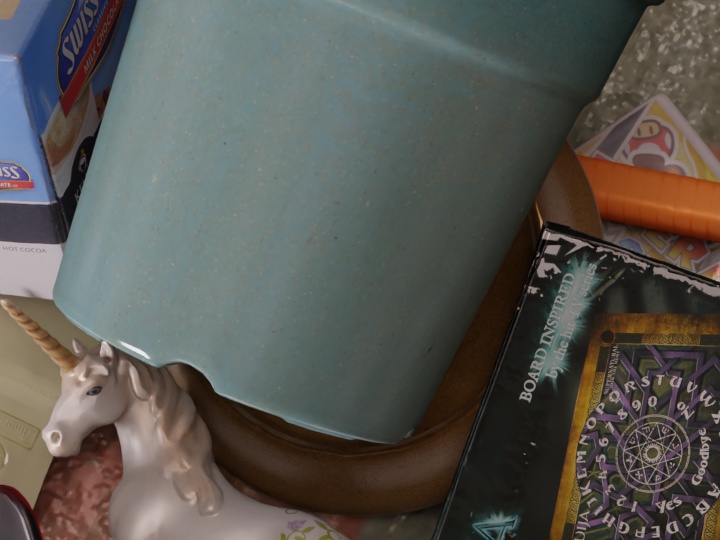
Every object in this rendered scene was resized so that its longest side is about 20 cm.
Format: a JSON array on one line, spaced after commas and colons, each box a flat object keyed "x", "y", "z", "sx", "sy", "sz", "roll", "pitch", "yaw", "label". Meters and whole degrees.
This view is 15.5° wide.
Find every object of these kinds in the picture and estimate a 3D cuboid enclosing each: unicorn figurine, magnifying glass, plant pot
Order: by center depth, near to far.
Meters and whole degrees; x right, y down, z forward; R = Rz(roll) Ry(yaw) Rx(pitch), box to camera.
[{"x": -0.012, "y": -0.051, "z": 0.990, "sx": 0.200, "sy": 0.200, "sz": 0.196, "roll": 22, "pitch": 95, "yaw": 8, "label": "plant pot"}, {"x": -0.068, "y": 0.112, "z": 1.052, "sx": 0.200, "sy": 0.074, "sz": 0.137, "roll": 20, "pitch": 87, "yaw": 7, "label": "unicorn figurine"}, {"x": 0.000, "y": 0.000, "z": 1.090, "sx": 0.200, "sy": 0.027, "sz": 0.200, "roll": -2, "pitch": 82, "yaw": 12, "label": "plant pot"}, {"x": 0.061, "y": -0.043, "z": 1.115, "sx": 0.200, "sy": 0.022, "sz": 0.080, "roll": 13, "pitch": 66, "yaw": 17, "label": "magnifying glass"}]

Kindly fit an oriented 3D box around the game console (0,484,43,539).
[{"x": -0.179, "y": 0.197, "z": 0.979, "sx": 0.172, "sy": 0.119, "sz": 0.200, "roll": -16, "pitch": 86, "yaw": -8, "label": "game console"}]

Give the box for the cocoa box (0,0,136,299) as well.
[{"x": -0.194, "y": -0.085, "z": 1.058, "sx": 0.200, "sy": 0.131, "sz": 0.133, "roll": 6, "pitch": 46, "yaw": 14, "label": "cocoa box"}]

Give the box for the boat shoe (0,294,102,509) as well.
[{"x": -0.167, "y": 0.072, "z": 1.087, "sx": 0.074, "sy": 0.063, "sz": 0.201, "roll": 35, "pitch": 77, "yaw": -19, "label": "boat shoe"}]

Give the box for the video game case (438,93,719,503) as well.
[{"x": 0.113, "y": 0.051, "z": 1.104, "sx": 0.182, "sy": 0.023, "sz": 0.200, "roll": -34, "pitch": 75, "yaw": -9, "label": "video game case"}]

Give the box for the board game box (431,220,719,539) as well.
[{"x": 0.101, "y": 0.096, "z": 1.037, "sx": 0.135, "sy": 0.028, "sz": 0.200, "roll": 20, "pitch": 95, "yaw": 2, "label": "board game box"}]
